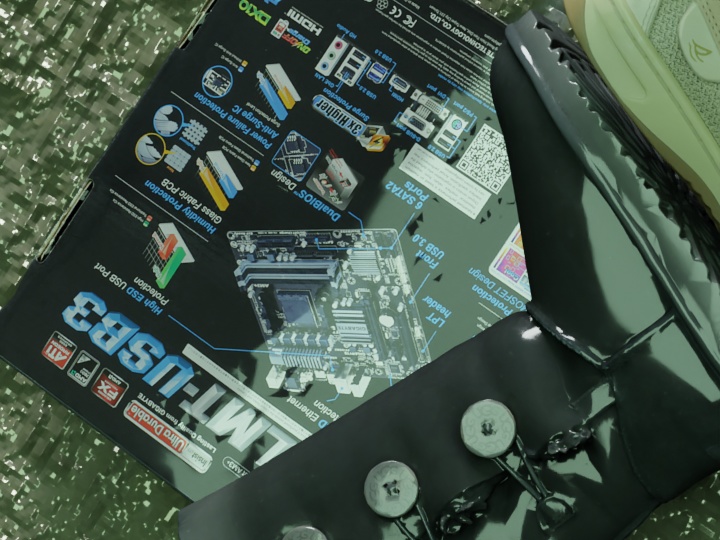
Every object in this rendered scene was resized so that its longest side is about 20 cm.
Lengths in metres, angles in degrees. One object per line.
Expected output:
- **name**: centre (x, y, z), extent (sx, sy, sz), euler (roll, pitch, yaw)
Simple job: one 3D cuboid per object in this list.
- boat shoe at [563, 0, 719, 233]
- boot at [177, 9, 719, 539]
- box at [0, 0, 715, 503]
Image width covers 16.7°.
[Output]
- **boat shoe**: centre (0.146, -0.032, 0.769), extent (0.065, 0.072, 0.200), euler (-33, 104, 27)
- **boot**: centre (0.024, 0.036, 0.796), extent (0.200, 0.066, 0.165), euler (-38, 64, 17)
- **box**: centre (0.000, 0.000, 0.858), extent (0.200, 0.050, 0.199), euler (34, 93, 18)
